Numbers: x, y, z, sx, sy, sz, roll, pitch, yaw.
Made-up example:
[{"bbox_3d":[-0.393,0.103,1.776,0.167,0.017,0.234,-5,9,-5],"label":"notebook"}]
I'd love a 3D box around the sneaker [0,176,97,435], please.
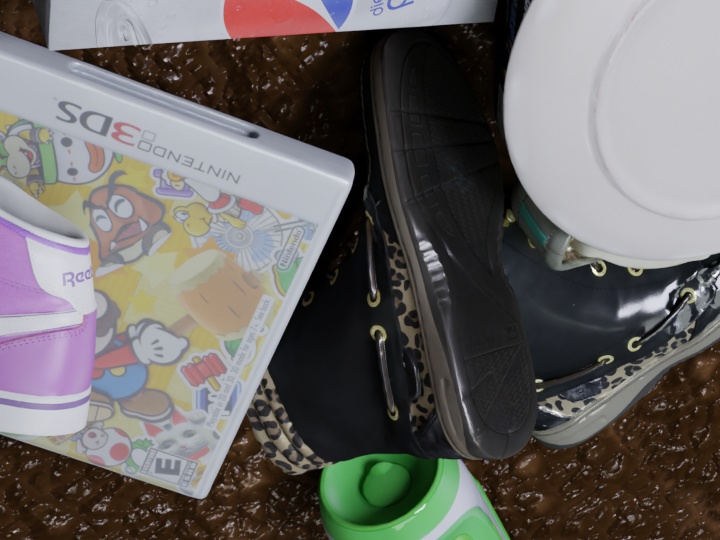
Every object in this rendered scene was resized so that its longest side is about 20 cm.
[{"bbox_3d":[-0.211,0.001,0.908,0.199,0.073,0.115,6,104,6],"label":"sneaker"}]

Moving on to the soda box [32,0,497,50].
[{"bbox_3d":[-0.040,-0.141,0.865,0.199,0.068,0.064,-6,132,-19],"label":"soda box"}]

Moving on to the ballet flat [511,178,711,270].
[{"bbox_3d":[0.169,-0.032,0.983,0.199,0.064,0.068,-8,138,-18],"label":"ballet flat"}]

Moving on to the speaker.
[{"bbox_3d":[0.044,0.170,1.164,0.088,0.089,0.200,-27,134,2],"label":"speaker"}]

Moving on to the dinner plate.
[{"bbox_3d":[0.158,-0.083,0.886,0.199,0.024,0.201,-10,127,-14],"label":"dinner plate"}]

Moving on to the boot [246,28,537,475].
[{"bbox_3d":[0.000,0.000,0.981,0.073,0.201,0.150,-11,176,-45],"label":"boot"}]

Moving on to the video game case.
[{"bbox_3d":[-0.122,0.003,0.948,0.181,0.023,0.201,19,123,-11],"label":"video game case"}]

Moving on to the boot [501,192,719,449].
[{"bbox_3d":[0.118,-0.011,1.045,0.204,0.074,0.153,-45,127,15],"label":"boot"}]

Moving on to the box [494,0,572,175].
[{"bbox_3d":[0.162,-0.121,0.946,0.199,0.046,0.159,-18,156,-8],"label":"box"}]
